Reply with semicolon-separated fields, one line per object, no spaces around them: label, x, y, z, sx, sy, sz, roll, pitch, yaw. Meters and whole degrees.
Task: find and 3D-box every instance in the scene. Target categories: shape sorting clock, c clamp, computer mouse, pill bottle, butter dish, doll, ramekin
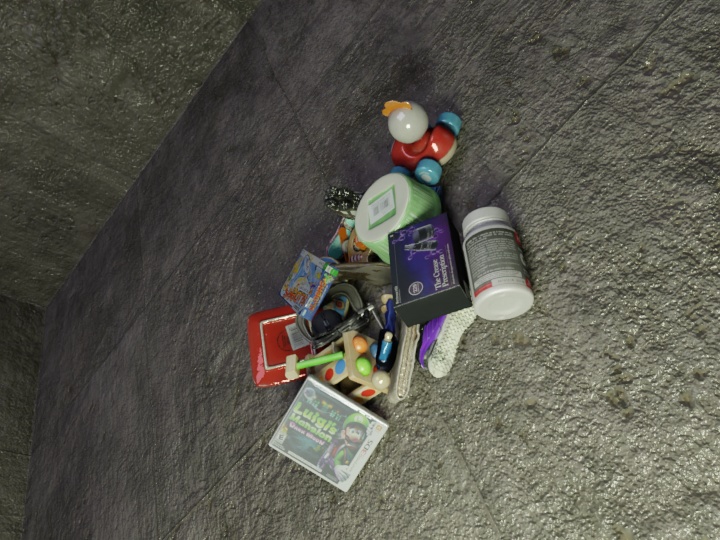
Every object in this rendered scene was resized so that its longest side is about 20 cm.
shape sorting clock;-0.094;0.066;1.564;0.199;0.039;0.203;-8;80;54
c clamp;-0.058;0.115;1.447;0.198;0.027;0.172;-26;59;5
computer mouse;-0.049;0.104;1.336;0.139;0.046;0.200;-26;7;1
pill bottle;0.260;-0.017;1.179;0.113;0.113;0.202;-30;48;34
butter dish;-0.170;0.201;1.528;0.197;0.148;0.202;-13;60;-1
doll;0.055;0.156;1.272;0.048;0.137;0.202;4;53;6
ramekin;0.078;-0.123;1.384;0.199;0.097;0.202;-28;49;37

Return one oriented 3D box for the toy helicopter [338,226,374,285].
toy helicopter;-0.020;-0.026;1.543;0.132;0.078;0.202;31;105;46

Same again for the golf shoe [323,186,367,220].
golf shoe;0.003;-0.161;1.533;0.094;0.197;0.079;137;151;-80

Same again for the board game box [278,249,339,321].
board game box;-0.129;0.031;1.469;0.137;0.034;0.200;-61;25;-1

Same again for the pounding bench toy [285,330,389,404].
pounding bench toy;-0.047;0.211;1.326;0.155;0.199;0.125;-37;44;29

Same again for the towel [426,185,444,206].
towel;0.128;-0.103;1.435;0.111;0.048;0.203;1;69;50

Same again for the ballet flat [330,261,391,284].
ballet flat;0.000;0.000;1.465;0.197;0.068;0.047;-3;42;19

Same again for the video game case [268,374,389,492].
video game case;-0.068;0.344;1.282;0.183;0.199;0.023;-59;1;12

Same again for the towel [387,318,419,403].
towel;0.093;0.175;1.270;0.133;0.034;0.203;103;179;-74

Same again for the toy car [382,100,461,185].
toy car;0.113;-0.328;1.436;0.176;0.200;0.186;-5;51;47

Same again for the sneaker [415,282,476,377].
sneaker;0.166;0.109;1.248;0.099;0.069;0.202;24;86;56

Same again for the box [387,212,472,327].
box;0.135;-0.003;1.227;0.140;0.079;0.202;-22;44;20

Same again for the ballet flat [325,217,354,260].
ballet flat;-0.027;-0.115;1.616;0.201;0.069;0.071;-55;12;10
